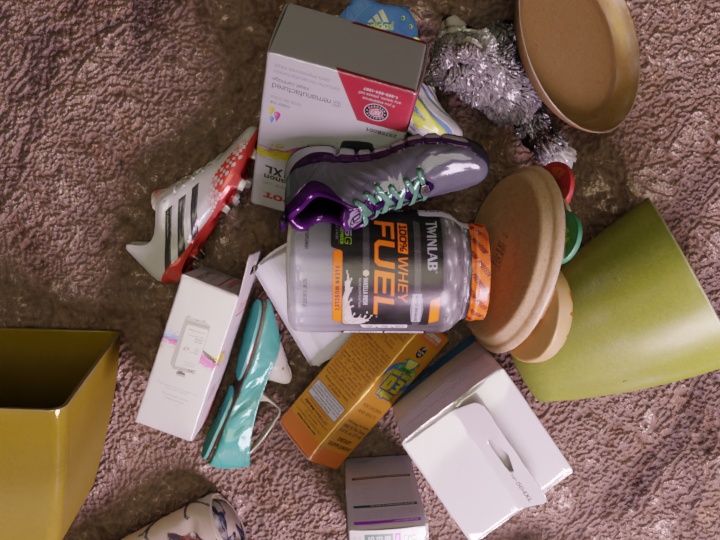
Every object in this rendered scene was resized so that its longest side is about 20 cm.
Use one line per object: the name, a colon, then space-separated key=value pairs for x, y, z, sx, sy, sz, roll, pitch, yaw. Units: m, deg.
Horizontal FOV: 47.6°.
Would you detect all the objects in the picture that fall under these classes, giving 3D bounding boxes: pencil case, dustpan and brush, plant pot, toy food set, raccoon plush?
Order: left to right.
plant pot: x=-0.371 y=0.180 z=0.859 sx=0.196 sy=0.200 sz=0.180 roll=1 pitch=106 yaw=-1
pencil case: x=-0.224 y=0.330 z=0.922 sx=0.198 sy=0.078 sz=0.090 roll=-29 pitch=74 yaw=2
dustpan and brush: x=0.000 y=0.000 z=0.914 sx=0.198 sy=0.057 sz=0.141 roll=-28 pitch=105 yaw=8
raccoon plush: x=0.150 y=-0.179 z=0.834 sx=0.200 sy=0.134 sz=0.097 roll=45 pitch=125 yaw=4
toy food set: x=0.163 y=-0.013 z=0.839 sx=0.048 sy=0.200 sz=0.202 roll=12 pitch=90 yaw=-16
plant pot: x=0.224 y=-0.240 z=0.854 sx=0.198 sy=0.027 sz=0.204 roll=7 pitch=78 yaw=-36
plant pot: x=0.260 y=0.056 z=0.868 sx=0.198 sy=0.187 sz=0.189 roll=-30 pitch=95 yaw=17

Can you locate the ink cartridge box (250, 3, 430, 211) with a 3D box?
ink cartridge box: x=-0.026 y=-0.143 z=0.820 sx=0.143 sy=0.201 sz=0.084 roll=14 pitch=50 yaw=-1

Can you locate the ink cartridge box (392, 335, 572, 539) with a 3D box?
ink cartridge box: x=0.119 y=0.171 z=0.851 sx=0.125 sy=0.200 sz=0.129 roll=-36 pitch=94 yaw=3

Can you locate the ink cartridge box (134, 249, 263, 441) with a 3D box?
ink cartridge box: x=-0.170 y=0.065 z=0.881 sx=0.066 sy=0.116 sz=0.203 roll=19 pitch=94 yaw=-2

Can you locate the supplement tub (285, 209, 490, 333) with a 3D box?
supplement tub: x=0.026 y=0.001 z=0.820 sx=0.196 sy=0.123 sz=0.125 roll=0 pitch=95 yaw=-1

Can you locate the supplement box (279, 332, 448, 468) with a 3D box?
supplement box: x=0.005 y=0.120 z=0.903 sx=0.201 sy=0.066 sz=0.069 roll=-51 pitch=54 yaw=3

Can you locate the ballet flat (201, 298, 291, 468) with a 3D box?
ballet flat: x=-0.117 y=0.131 z=0.919 sx=0.069 sy=0.067 sz=0.203 roll=18 pitch=98 yaw=-18

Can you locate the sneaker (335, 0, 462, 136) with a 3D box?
sneaker: x=0.047 y=-0.221 z=0.877 sx=0.199 sy=0.076 sz=0.106 roll=37 pitch=93 yaw=-3

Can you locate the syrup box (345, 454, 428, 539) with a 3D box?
syrup box: x=0.024 y=0.266 z=0.859 sx=0.080 sy=0.200 sz=0.080 roll=-3 pitch=96 yaw=0

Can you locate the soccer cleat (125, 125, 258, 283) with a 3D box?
soccer cleat: x=-0.180 y=-0.080 z=0.893 sx=0.085 sy=0.069 sz=0.201 roll=33 pitch=98 yaw=-4

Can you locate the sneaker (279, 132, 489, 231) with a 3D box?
sneaker: x=0.022 y=-0.069 z=0.759 sx=0.196 sy=0.075 sz=0.089 roll=-4 pitch=52 yaw=15
